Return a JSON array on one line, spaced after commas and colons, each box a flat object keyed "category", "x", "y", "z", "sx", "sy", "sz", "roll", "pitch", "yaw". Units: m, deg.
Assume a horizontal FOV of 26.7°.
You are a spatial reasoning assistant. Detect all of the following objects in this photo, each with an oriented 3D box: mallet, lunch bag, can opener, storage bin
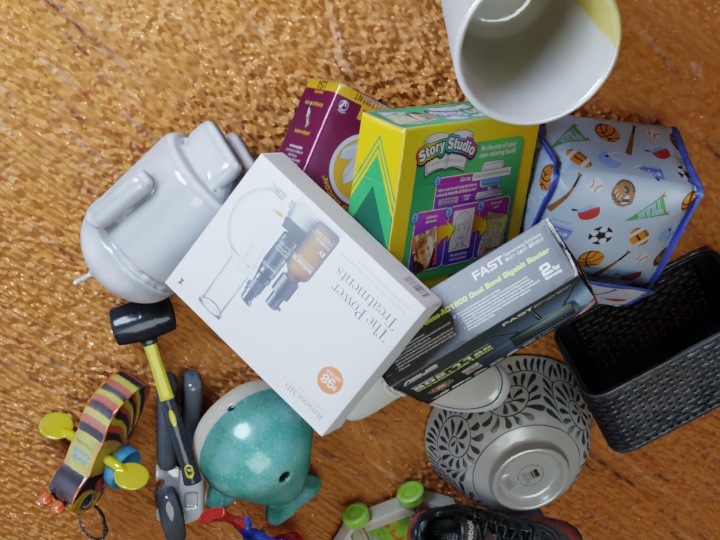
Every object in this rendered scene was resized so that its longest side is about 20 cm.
[{"category": "mallet", "x": -0.189, "y": 0.120, "z": 1.541, "sx": 0.065, "sy": 0.041, "sz": 0.202, "roll": -23, "pitch": 103, "yaw": -3}, {"category": "lunch bag", "x": 0.223, "y": -0.043, "z": 1.517, "sx": 0.168, "sy": 0.125, "sz": 0.201, "roll": 7, "pitch": 135, "yaw": -16}, {"category": "can opener", "x": -0.191, "y": 0.203, "z": 1.615, "sx": 0.053, "sy": 0.067, "sz": 0.202, "roll": -3, "pitch": 123, "yaw": -11}, {"category": "storage bin", "x": 0.322, "y": 0.084, "z": 1.606, "sx": 0.199, "sy": 0.136, "sz": 0.094, "roll": -27, "pitch": 124, "yaw": 4}]

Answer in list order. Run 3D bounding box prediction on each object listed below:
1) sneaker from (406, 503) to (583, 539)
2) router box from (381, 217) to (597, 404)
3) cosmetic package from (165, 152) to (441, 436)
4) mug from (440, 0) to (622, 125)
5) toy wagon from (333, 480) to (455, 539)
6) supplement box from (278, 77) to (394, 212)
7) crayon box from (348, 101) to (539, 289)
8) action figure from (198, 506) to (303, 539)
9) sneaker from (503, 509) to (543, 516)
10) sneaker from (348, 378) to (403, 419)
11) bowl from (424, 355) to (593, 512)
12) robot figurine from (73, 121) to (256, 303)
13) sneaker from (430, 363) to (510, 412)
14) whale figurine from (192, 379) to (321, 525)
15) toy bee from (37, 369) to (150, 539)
[{"category": "sneaker", "x": 0.143, "y": 0.295, "z": 1.651, "sx": 0.198, "sy": 0.072, "sz": 0.098, "roll": 3, "pitch": 167, "yaw": 11}, {"category": "router box", "x": 0.113, "y": 0.042, "z": 1.388, "sx": 0.199, "sy": 0.062, "sz": 0.150, "roll": -32, "pitch": 162, "yaw": 8}, {"category": "cosmetic package", "x": -0.052, "y": 0.019, "z": 1.321, "sx": 0.200, "sy": 0.052, "sz": 0.151, "roll": 42, "pitch": 109, "yaw": 12}, {"category": "mug", "x": 0.154, "y": -0.240, "z": 1.349, "sx": 0.186, "sy": 0.154, "sz": 0.150, "roll": -31, "pitch": 124, "yaw": 8}, {"category": "toy wagon", "x": 0.026, "y": 0.326, "z": 1.761, "sx": 0.198, "sy": 0.040, "sz": 0.156, "roll": -20, "pitch": 124, "yaw": 2}, {"category": "supplement box", "x": -0.027, "y": -0.065, "z": 1.420, "sx": 0.110, "sy": 0.086, "sz": 0.202, "roll": 23, "pitch": 90, "yaw": -24}, {"category": "crayon box", "x": 0.073, "y": -0.063, "z": 1.395, "sx": 0.199, "sy": 0.058, "sz": 0.174, "roll": -12, "pitch": 116, "yaw": -47}, {"category": "action figure", "x": -0.126, "y": 0.315, "z": 1.664, "sx": 0.098, "sy": 0.066, "sz": 0.200, "roll": -27, "pitch": 149, "yaw": 22}, {"category": "sneaker", "x": 0.136, "y": 0.344, "z": 1.733, "sx": 0.199, "sy": 0.082, "sz": 0.074, "roll": -34, "pitch": 125, "yaw": -10}, {"category": "sneaker", "x": 0.053, "y": 0.098, "z": 1.588, "sx": 0.199, "sy": 0.071, "sz": 0.073, "roll": -38, "pitch": 122, "yaw": 13}, {"category": "bowl", "x": 0.177, "y": 0.201, "z": 1.679, "sx": 0.199, "sy": 0.094, "sz": 0.202, "roll": -6, "pitch": 123, "yaw": -9}, {"category": "robot figurine", "x": -0.183, "y": -0.048, "z": 1.424, "sx": 0.200, "sy": 0.113, "sz": 0.169, "roll": -41, "pitch": 148, "yaw": 14}, {"category": "sneaker", "x": 0.051, "y": 0.088, "z": 1.512, "sx": 0.198, "sy": 0.071, "sz": 0.074, "roll": 19, "pitch": 89, "yaw": 21}, {"category": "whale figurine", "x": -0.093, "y": 0.209, "z": 1.612, "sx": 0.159, "sy": 0.104, "sz": 0.201, "roll": -38, "pitch": 136, "yaw": -12}, {"category": "toy bee", "x": -0.276, "y": 0.208, "z": 1.561, "sx": 0.130, "sy": 0.108, "sz": 0.202, "roll": 6, "pitch": 104, "yaw": 27}]
